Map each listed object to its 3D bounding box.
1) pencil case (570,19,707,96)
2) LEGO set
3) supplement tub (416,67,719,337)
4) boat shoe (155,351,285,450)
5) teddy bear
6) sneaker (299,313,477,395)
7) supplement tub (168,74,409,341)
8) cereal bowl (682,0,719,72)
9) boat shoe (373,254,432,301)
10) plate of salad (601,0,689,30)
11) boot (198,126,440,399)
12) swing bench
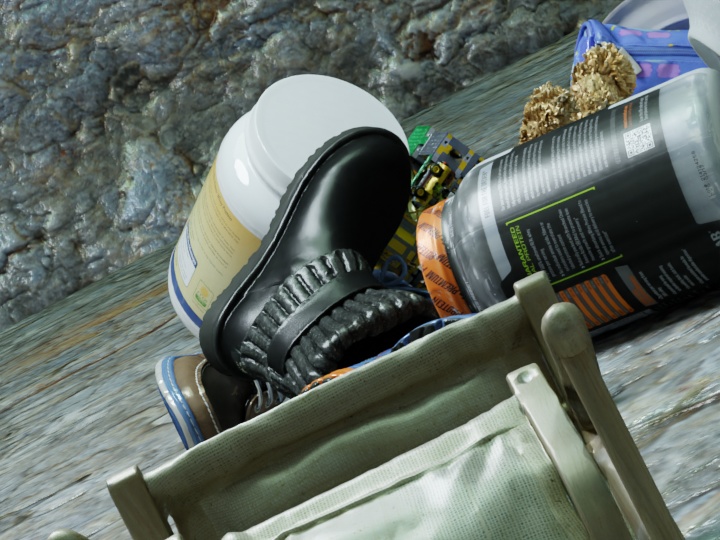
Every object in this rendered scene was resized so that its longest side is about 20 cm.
[{"bbox_3d":[0.246,-0.139,1.702,0.199,0.078,0.087,3,-16,3],"label":"pencil case"},{"bbox_3d":[0.072,-0.035,1.921,0.154,0.116,0.200,-57,10,-11],"label":"LEGO set"},{"bbox_3d":[0.140,-0.028,1.388,0.199,0.123,0.123,-22,7,23],"label":"supplement tub"},{"bbox_3d":[-0.093,0.078,1.654,0.072,0.073,0.200,-23,7,5],"label":"boat shoe"},{"bbox_3d":[0.151,-0.066,1.600,0.066,0.146,0.200,12,28,26],"label":"teddy bear"},{"bbox_3d":[0.048,0.058,1.295,0.078,0.076,0.200,-27,7,-42],"label":"sneaker"},{"bbox_3d":[-0.053,-0.036,1.791,0.144,0.144,0.200,-31,-21,-40],"label":"supplement tub"},{"bbox_3d":[0.252,-0.133,1.376,0.083,0.200,0.200,-47,6,2],"label":"cereal bowl"},{"bbox_3d":[0.002,0.034,1.648,0.084,0.069,0.200,-28,7,-22],"label":"boat shoe"},{"bbox_3d":[0.272,-0.165,1.774,0.199,0.200,0.048,-21,48,36],"label":"plate of salad"},{"bbox_3d":[0.001,0.002,1.546,0.158,0.079,0.212,12,65,55],"label":"boot"},{"bbox_3d":[0.010,0.102,0.873,0.198,0.130,0.200,-26,1,2],"label":"swing bench"}]
